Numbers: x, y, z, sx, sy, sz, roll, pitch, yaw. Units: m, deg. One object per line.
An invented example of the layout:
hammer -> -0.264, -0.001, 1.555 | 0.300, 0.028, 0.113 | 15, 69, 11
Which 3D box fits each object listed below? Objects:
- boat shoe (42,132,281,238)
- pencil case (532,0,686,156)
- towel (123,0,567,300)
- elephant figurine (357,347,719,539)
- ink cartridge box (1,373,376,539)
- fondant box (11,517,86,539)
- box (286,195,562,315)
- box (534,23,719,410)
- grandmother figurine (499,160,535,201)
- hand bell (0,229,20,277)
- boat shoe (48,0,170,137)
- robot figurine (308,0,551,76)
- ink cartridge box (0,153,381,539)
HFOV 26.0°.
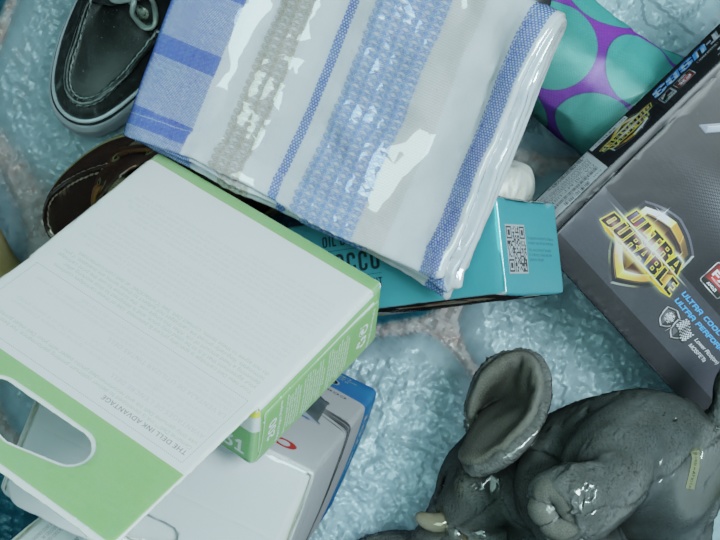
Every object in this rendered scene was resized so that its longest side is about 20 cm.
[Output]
boat shoe -> -0.124, -0.039, 0.882 | 0.199, 0.072, 0.073 | -5, 106, 40
pencil case -> 0.108, -0.143, 0.914 | 0.200, 0.085, 0.093 | 41, 73, 5
towel -> -0.012, -0.093, 0.760 | 0.199, 0.024, 0.148 | 26, 99, 16
elephant figurine -> 0.097, 0.116, 0.871 | 0.154, 0.199, 0.143 | -15, 108, -31
ink cartridge box -> -0.083, 0.090, 0.845 | 0.145, 0.200, 0.087 | 25, 99, 5
fondant box -> -0.093, 0.205, 0.865 | 0.058, 0.144, 0.201 | -38, 84, 17
box -> 0.000, 0.000, 0.828 | 0.198, 0.082, 0.050 | -8, 86, 28
box -> 0.224, -0.025, 0.868 | 0.198, 0.050, 0.200 | -42, 110, 7
grandmother figurine -> 0.003, -0.063, 0.899 | 0.198, 0.122, 0.061 | 15, 130, 11
hand bell -> -0.201, 0.041, 0.932 | 0.104, 0.104, 0.201 | -39, 97, 0
boat shoe -> -0.129, -0.175, 0.940 | 0.073, 0.068, 0.200 | 35, 88, 6
robot figurine -> 0.013, -0.162, 0.823 | 0.150, 0.124, 0.202 | 18, 100, 47
ink cartridge box -> -0.103, 0.040, 0.728 | 0.145, 0.048, 0.200 | 30, 50, 19
